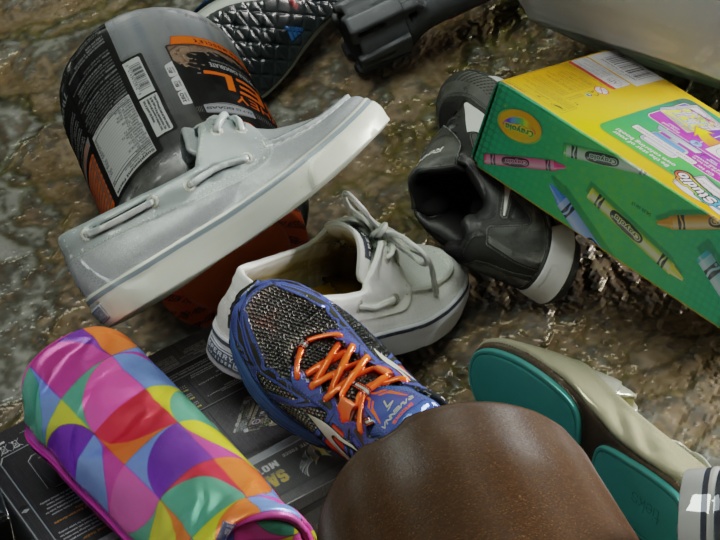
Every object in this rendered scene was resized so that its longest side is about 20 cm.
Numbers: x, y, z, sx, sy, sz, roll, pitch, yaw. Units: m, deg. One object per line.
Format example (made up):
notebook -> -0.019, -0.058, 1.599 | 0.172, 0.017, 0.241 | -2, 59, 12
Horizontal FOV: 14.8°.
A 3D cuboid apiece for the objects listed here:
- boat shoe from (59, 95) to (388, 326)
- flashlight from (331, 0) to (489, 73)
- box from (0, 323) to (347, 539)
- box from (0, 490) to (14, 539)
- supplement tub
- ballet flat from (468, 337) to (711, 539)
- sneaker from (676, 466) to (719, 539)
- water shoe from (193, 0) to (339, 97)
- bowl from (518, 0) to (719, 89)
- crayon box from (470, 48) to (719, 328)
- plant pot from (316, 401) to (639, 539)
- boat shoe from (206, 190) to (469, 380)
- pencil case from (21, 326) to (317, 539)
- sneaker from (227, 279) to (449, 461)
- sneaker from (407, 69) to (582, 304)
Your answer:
boat shoe -> -0.078, -0.050, 1.544 | 0.200, 0.072, 0.070 | -35, 1, -13
flashlight -> 0.079, -0.192, 1.839 | 0.199, 0.068, 0.068 | -26, 34, -7
box -> -0.095, 0.113, 1.546 | 0.199, 0.049, 0.158 | -28, 44, -17
box -> -0.217, 0.102, 1.441 | 0.046, 0.200, 0.160 | -18, 66, -10
supplement tub -> -0.105, -0.062, 1.690 | 0.122, 0.123, 0.200 | -19, 42, -8
ballet flat -> 0.138, 0.096, 1.505 | 0.069, 0.070, 0.200 | -30, 46, -19
sneaker -> 0.208, 0.137, 1.349 | 0.079, 0.200, 0.079 | -2, 80, 16
water shoe -> -0.074, -0.163, 1.854 | 0.200, 0.072, 0.079 | -40, 20, -26
bowl -> 0.190, -0.163, 1.710 | 0.199, 0.199, 0.075 | 22, 94, 30
crayon box -> 0.178, -0.049, 1.595 | 0.200, 0.059, 0.118 | 36, 33, 29
plant pot -> 0.069, 0.179, 1.337 | 0.199, 0.201, 0.199 | -16, 32, -4
boat shoe -> -0.004, -0.002, 1.575 | 0.201, 0.087, 0.074 | -14, 39, -44
pencil case -> -0.105, 0.110, 1.454 | 0.088, 0.089, 0.200 | -29, 44, -18
sneaker -> 0.012, 0.075, 1.468 | 0.200, 0.078, 0.075 | 42, 70, 4
sneaker -> 0.066, -0.063, 1.668 | 0.090, 0.067, 0.201 | 15, 34, -26
